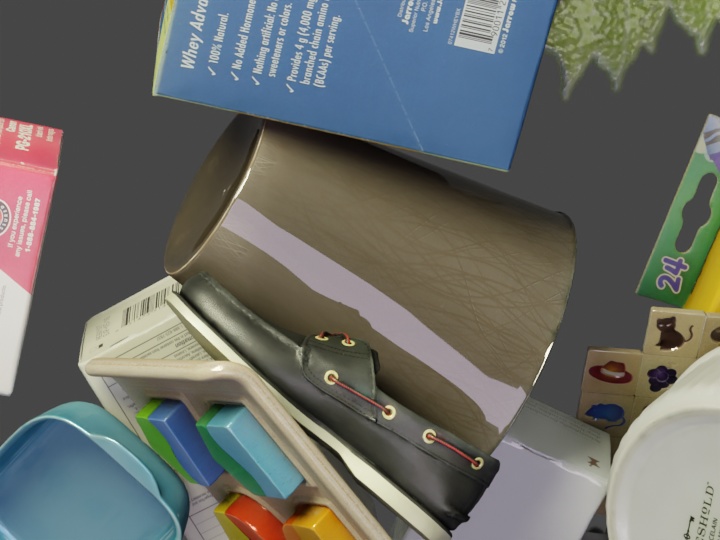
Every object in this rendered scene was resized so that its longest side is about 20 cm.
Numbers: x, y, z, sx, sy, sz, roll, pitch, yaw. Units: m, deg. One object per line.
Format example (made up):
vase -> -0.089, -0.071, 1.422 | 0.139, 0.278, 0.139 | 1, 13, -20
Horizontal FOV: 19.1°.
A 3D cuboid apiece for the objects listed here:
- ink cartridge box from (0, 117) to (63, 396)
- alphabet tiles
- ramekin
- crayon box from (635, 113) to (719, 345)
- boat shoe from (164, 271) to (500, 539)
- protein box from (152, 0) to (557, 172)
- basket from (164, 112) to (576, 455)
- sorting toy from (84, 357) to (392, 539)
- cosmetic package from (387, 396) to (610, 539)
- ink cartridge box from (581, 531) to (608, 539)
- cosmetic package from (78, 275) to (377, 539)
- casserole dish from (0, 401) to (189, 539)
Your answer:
ink cartridge box -> -0.284, -0.024, 1.238 | 0.199, 0.084, 0.146 | 12, 110, -9
alphabet tiles -> 0.214, 0.106, 1.333 | 0.165, 0.006, 0.201 | 5, 127, -1
ramekin -> 0.231, 0.143, 1.227 | 0.202, 0.094, 0.204 | 12, 108, 39
crayon box -> 0.284, -0.003, 1.303 | 0.199, 0.052, 0.126 | 17, 109, -10
boat shoe -> -0.016, 0.065, 1.149 | 0.201, 0.074, 0.063 | 38, 85, -1
protein box -> 0.004, -0.185, 1.169 | 0.199, 0.135, 0.200 | 12, 110, -8
basket -> 0.000, 0.000, 1.221 | 0.199, 0.136, 0.181 | 28, 67, -18
sorting toy -> -0.056, 0.121, 1.188 | 0.200, 0.185, 0.037 | 47, 68, -19
cosmetic package -> 0.070, 0.174, 1.329 | 0.101, 0.074, 0.201 | 25, 113, -4
ink cartridge box -> 0.215, 0.258, 1.375 | 0.199, 0.084, 0.146 | 7, 117, -7
cosmetic package -> -0.078, 0.102, 1.307 | 0.103, 0.073, 0.201 | -26, 111, 7
casserole dish -> -0.174, 0.148, 1.296 | 0.121, 0.039, 0.200 | 42, 133, -3
